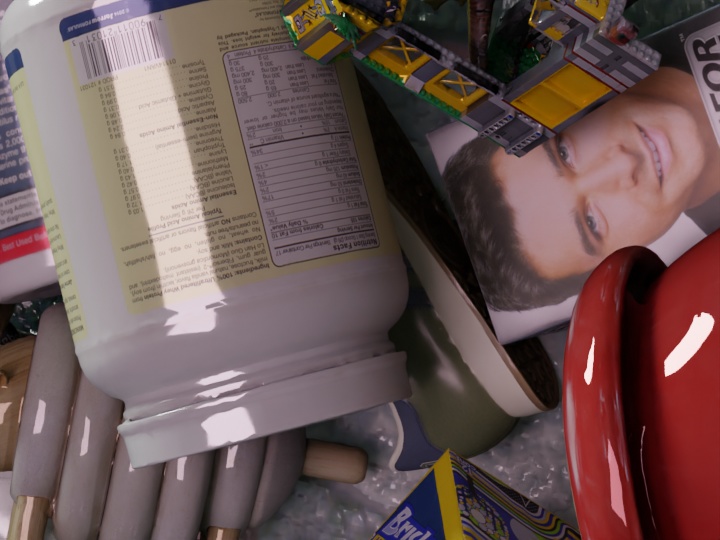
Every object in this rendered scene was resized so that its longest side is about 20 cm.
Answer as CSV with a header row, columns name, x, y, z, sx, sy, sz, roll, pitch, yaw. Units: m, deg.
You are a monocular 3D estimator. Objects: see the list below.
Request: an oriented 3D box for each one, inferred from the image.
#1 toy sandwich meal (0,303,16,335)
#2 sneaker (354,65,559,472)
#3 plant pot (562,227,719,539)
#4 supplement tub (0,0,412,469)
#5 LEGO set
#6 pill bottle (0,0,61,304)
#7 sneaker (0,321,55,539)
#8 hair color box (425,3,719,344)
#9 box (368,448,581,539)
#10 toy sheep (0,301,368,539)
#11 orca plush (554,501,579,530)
name,x,y,z,sx,sy,sz,roll,pitch,yaw
toy sandwich meal,-0.226,-0.043,1.232,0.070,0.205,0.207,-15,88,17
sneaker,0.000,0.000,1.187,0.090,0.067,0.201,-36,81,20
plant pot,0.180,0.063,1.009,0.181,0.200,0.202,-9,90,18
supplement tub,-0.061,-0.029,1.103,0.144,0.145,0.201,-16,87,28
LEGO set,0.066,-0.152,1.060,0.153,0.201,0.116,37,146,-15
pill bottle,-0.139,-0.095,1.225,0.119,0.119,0.201,-15,88,28
sneaker,-0.168,0.082,1.287,0.081,0.076,0.200,-46,75,14
hair color box,0.137,-0.049,1.115,0.199,0.061,0.100,-23,84,28
box,0.097,0.160,1.089,0.199,0.070,0.064,34,111,-21
toy sheep,-0.095,0.079,1.212,0.198,0.138,0.139,10,101,-10
orca plush,0.071,0.150,1.183,0.200,0.071,0.105,-42,31,15
